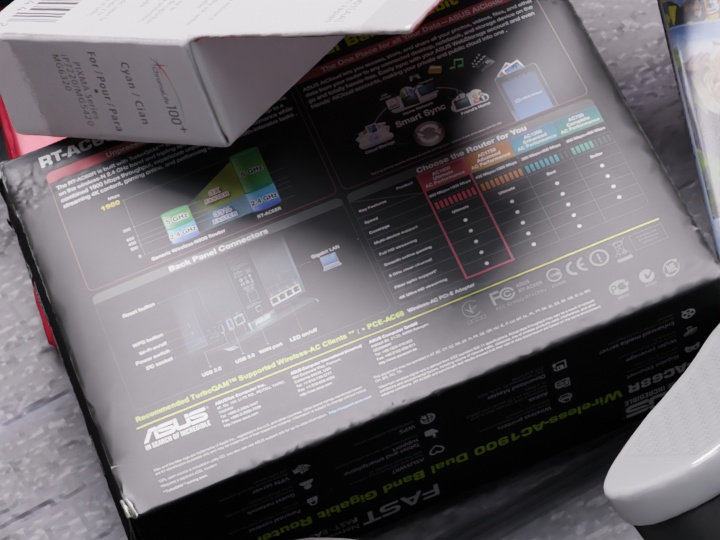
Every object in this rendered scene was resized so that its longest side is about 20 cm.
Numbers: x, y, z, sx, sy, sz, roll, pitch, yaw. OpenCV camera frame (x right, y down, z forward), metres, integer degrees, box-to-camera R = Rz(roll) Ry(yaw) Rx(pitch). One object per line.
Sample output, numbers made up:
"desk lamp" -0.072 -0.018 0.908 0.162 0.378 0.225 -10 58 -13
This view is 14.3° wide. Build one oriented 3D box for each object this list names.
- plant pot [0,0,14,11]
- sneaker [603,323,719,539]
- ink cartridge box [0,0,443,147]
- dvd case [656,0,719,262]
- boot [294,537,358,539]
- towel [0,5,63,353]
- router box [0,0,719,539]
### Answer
"plant pot" -0.131 -0.158 1.062 0.199 0.200 0.135 -18 57 -1
"sneaker" 0.144 0.056 0.820 0.071 0.099 0.200 -23 11 39
"ink cartridge box" 0.002 -0.110 0.930 0.176 0.045 0.200 4 37 38
"dvd case" 0.174 -0.073 0.939 0.142 0.018 0.201 -12 61 4
"boot" -0.054 0.165 0.780 0.199 0.069 0.175 -5 48 18
"towel" -0.029 -0.058 1.001 0.199 0.023 0.145 -18 63 -1
"router box" 0.000 0.000 0.909 0.199 0.062 0.150 -21 54 -4
